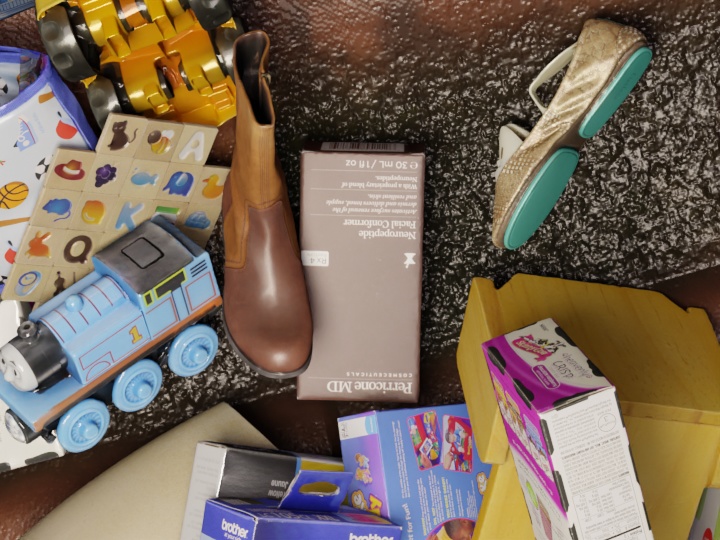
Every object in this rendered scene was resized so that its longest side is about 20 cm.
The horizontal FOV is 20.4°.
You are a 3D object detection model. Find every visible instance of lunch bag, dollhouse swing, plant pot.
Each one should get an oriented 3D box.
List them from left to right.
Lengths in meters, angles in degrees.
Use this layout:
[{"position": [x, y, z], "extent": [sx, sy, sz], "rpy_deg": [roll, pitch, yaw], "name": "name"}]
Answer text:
[{"position": [-0.294, -0.075, 1.528], "extent": [0.199, 0.124, 0.170], "rpy_deg": [-16, 134, 10], "name": "lunch bag"}, {"position": [-0.141, 0.208, 1.583], "extent": [0.187, 0.187, 0.200], "rpy_deg": [43, 83, -5], "name": "plant pot"}, {"position": [0.171, 0.133, 1.571], "extent": [0.199, 0.182, 0.176], "rpy_deg": [7, 128, -15], "name": "dollhouse swing"}]

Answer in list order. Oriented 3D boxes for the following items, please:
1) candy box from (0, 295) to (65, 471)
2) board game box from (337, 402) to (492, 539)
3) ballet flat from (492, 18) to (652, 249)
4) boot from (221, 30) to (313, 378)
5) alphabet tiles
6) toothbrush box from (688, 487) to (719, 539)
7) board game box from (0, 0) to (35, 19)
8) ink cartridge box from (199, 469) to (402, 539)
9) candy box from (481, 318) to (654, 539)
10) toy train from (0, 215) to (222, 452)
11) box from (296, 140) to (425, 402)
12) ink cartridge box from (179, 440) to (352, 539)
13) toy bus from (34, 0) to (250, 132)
[{"position": [-0.346, 0.103, 1.609], "extent": [0.199, 0.061, 0.137], "rpy_deg": [-14, 98, 5], "name": "candy box"}, {"position": [0.059, 0.206, 1.552], "extent": [0.045, 0.134, 0.201], "rpy_deg": [-16, 79, 47], "name": "board game box"}, {"position": [0.150, -0.111, 1.570], "extent": [0.065, 0.070, 0.200], "rpy_deg": [38, 97, 23], "name": "ballet flat"}, {"position": [-0.065, -0.045, 1.473], "extent": [0.068, 0.189, 0.200], "rpy_deg": [1, 142, -6], "name": "boot"}, {"position": [-0.186, -0.030, 1.547], "extent": [0.166, 0.006, 0.200], "rpy_deg": [4, 120, -40], "name": "alphabet tiles"}, {"position": [0.318, 0.182, 1.557], "extent": [0.086, 0.146, 0.201], "rpy_deg": [7, 101, -11], "name": "toothbrush box"}, {"position": [-0.349, -0.188, 1.498], "extent": [0.199, 0.200, 0.062], "rpy_deg": [-21, 99, 5], "name": "board game box"}, {"position": [-0.051, 0.241, 1.459], "extent": [0.136, 0.076, 0.201], "rpy_deg": [8, 91, -36], "name": "ink cartridge box"}, {"position": [0.154, 0.152, 1.418], "extent": [0.061, 0.136, 0.201], "rpy_deg": [-19, 113, -7], "name": "candy box"}, {"position": [-0.194, 0.051, 1.533], "extent": [0.200, 0.087, 0.115], "rpy_deg": [-34, 136, -22], "name": "toy train"}, {"position": [0.000, 0.000, 1.582], "extent": [0.100, 0.075, 0.201], "rpy_deg": [1, 101, 2], "name": "box"}, {"position": [-0.055, 0.240, 1.533], "extent": [0.197, 0.047, 0.201], "rpy_deg": [11, 86, -41], "name": "ink cartridge box"}, {"position": [-0.170, -0.218, 1.520], "extent": [0.135, 0.200, 0.192], "rpy_deg": [-22, 56, 5], "name": "toy bus"}]
